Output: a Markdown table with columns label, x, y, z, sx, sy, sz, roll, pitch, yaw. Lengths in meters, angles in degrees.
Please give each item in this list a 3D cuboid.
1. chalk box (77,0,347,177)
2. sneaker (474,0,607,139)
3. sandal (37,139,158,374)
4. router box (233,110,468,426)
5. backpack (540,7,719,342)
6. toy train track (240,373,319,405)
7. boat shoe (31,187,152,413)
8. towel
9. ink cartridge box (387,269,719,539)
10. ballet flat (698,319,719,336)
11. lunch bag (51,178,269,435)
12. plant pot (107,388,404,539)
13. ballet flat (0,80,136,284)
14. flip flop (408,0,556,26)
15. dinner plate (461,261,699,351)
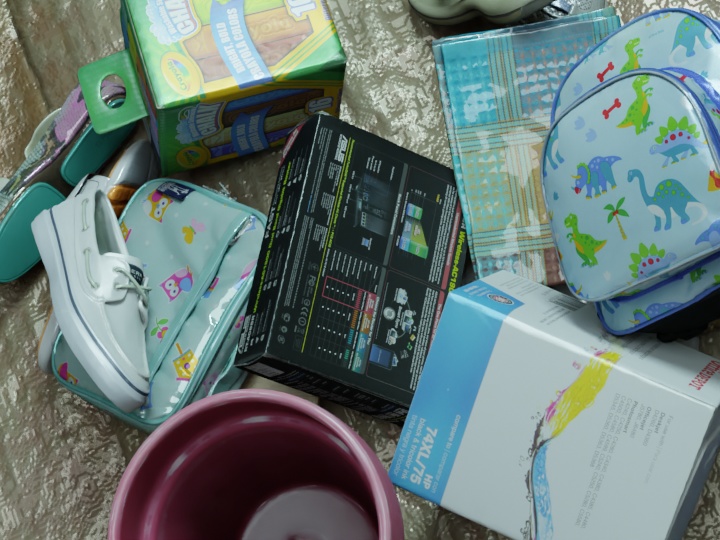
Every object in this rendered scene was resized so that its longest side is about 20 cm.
| label | x | y | z | sx | sy | sz | roll | pitch | yaw |
| --- | --- | --- | --- | --- | --- | --- | --- | --- | --- |
| chalk box | -0.124 | -0.165 | 1.377 | 0.198 | 0.124 | 0.126 | -16 | 70 | -12 |
| sneaker | 0.142 | -0.171 | 1.365 | 0.074 | 0.082 | 0.202 | 17 | 79 | 17 |
| sandal | -0.232 | -0.020 | 1.413 | 0.059 | 0.079 | 0.208 | 22 | 82 | 16 |
| router box | 0.000 | 0.000 | 1.309 | 0.149 | 0.062 | 0.202 | 21 | 69 | -23 |
| backpack | 0.215 | -0.073 | 1.184 | 0.182 | 0.146 | 0.202 | -28 | 67 | 38 |
| toy train track | -0.044 | 0.132 | 1.349 | 0.113 | 0.033 | 0.202 | 2 | 76 | 11 |
| boat shoe | -0.193 | 0.013 | 1.301 | 0.067 | 0.074 | 0.201 | -36 | 56 | 8 |
| towel | 0.141 | -0.089 | 1.305 | 0.145 | 0.022 | 0.202 | -10 | 91 | 7 |
| ink cartridge box | 0.148 | 0.109 | 1.223 | 0.198 | 0.147 | 0.147 | 23 | 103 | 17 |
| ballet flat | 0.273 | -0.049 | 1.279 | 0.070 | 0.065 | 0.202 | 36 | 119 | 50 |
| lunch bag | -0.141 | 0.029 | 1.358 | 0.159 | 0.077 | 0.201 | 21 | 79 | 37 |
| plant pot | -0.055 | 0.198 | 1.220 | 0.198 | 0.179 | 0.202 | -4 | 74 | 14 |
| ballet flat | -0.266 | -0.078 | 1.452 | 0.071 | 0.069 | 0.201 | 27 | 77 | 37 |
| flip flop | 0.095 | -0.233 | 1.358 | 0.081 | 0.200 | 0.058 | -37 | 112 | -11 |
| dinner plate | 0.160 | 0.049 | 1.329 | 0.198 | 0.024 | 0.203 | -3 | 74 | 12 |
